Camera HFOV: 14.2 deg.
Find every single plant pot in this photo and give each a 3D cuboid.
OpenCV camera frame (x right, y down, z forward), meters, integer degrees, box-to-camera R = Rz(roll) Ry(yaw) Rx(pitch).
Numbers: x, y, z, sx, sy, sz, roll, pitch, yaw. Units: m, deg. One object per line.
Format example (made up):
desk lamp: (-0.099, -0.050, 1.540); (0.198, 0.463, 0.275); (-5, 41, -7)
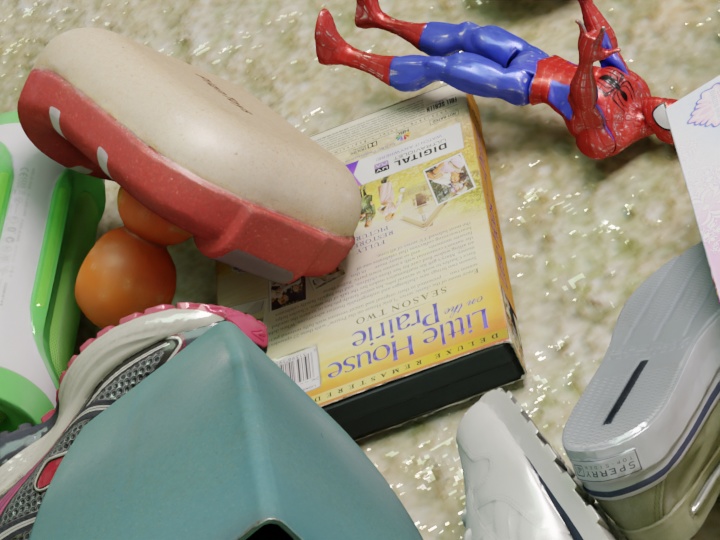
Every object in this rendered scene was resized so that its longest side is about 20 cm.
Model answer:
plant pot: (-0.055, 0.126, 1.213); (0.141, 0.141, 0.200); (-37, 29, 14)

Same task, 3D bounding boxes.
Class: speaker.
speaker: (-0.180, 0.011, 1.463); (0.088, 0.089, 0.201); (-13, 42, 19)

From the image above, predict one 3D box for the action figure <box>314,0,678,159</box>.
action figure: (0.075, -0.117, 1.412); (0.199, 0.099, 0.065); (22, 47, 22)

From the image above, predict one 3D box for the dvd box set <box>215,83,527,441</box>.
dvd box set: (0.000, 0.000, 1.407); (0.146, 0.029, 0.201); (-21, 40, 11)

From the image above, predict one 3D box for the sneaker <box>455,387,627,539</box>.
sneaker: (0.073, 0.127, 1.203); (0.080, 0.076, 0.200); (-39, 37, 7)

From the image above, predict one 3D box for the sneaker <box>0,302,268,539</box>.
sneaker: (-0.114, 0.092, 1.337); (0.200, 0.080, 0.075); (-43, 50, 18)

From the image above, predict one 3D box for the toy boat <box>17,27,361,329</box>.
toy boat: (-0.099, -0.031, 1.406); (0.200, 0.130, 0.131); (38, 103, 50)

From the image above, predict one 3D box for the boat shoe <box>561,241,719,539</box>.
boat shoe: (0.143, 0.048, 1.244); (0.072, 0.062, 0.200); (-7, 26, 35)

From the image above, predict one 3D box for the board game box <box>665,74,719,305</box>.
board game box: (0.232, -0.065, 1.218); (0.199, 0.041, 0.200); (-32, 24, 13)
